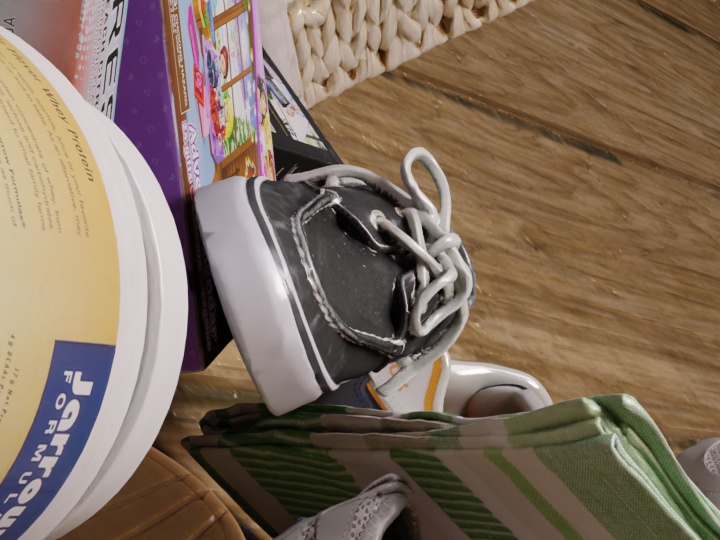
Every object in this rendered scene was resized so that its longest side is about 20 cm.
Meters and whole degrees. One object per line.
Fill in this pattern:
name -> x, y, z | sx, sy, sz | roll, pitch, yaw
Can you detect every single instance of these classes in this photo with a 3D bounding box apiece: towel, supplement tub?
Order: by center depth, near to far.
supplement tub -> -0.133, 0.004, 0.652 | 0.145, 0.144, 0.200 | 54, 16, 17
towel -> 0.050, 0.091, 0.939 | 0.153, 0.199, 0.023 | 48, 59, -27

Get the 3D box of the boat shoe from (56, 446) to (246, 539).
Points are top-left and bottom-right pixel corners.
boat shoe -> -0.042, 0.122, 0.802 | 0.200, 0.072, 0.072 | 43, -30, 35

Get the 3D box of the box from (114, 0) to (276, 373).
box -> -0.062, -0.079, 0.943 | 0.137, 0.039, 0.201 | -53, 138, -75

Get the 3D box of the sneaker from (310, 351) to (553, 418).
sneaker -> 0.059, 0.095, 1.116 | 0.200, 0.079, 0.079 | 41, 16, -34

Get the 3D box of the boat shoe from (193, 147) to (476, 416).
boat shoe -> 0.001, 0.003, 0.922 | 0.199, 0.068, 0.074 | 31, 40, -77

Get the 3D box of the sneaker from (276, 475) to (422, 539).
sneaker -> 0.026, 0.147, 0.852 | 0.200, 0.082, 0.075 | 55, 17, 23

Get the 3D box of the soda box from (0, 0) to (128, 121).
soda box -> -0.100, -0.050, 0.789 | 0.068, 0.201, 0.064 | 10, 15, 5

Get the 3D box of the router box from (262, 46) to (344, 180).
router box -> -0.106, -0.110, 1.187 | 0.200, 0.051, 0.149 | 56, 18, 22

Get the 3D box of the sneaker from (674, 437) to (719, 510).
sneaker -> 0.135, 0.106, 1.206 | 0.075, 0.082, 0.200 | 52, -13, -16

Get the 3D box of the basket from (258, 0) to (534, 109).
basket -> -0.025, -0.208, 1.318 | 0.199, 0.160, 0.201 | 81, -17, -55
